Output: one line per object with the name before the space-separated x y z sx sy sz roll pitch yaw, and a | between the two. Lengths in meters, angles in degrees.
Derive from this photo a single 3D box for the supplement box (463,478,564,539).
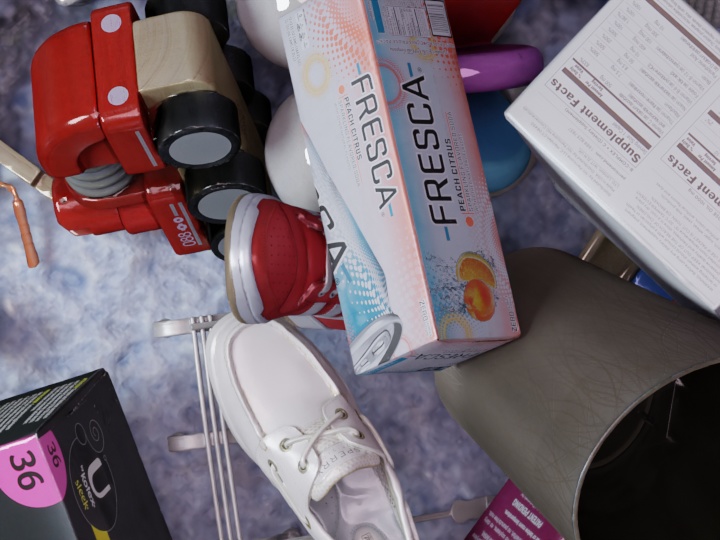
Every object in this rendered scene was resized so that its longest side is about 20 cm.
supplement box | 0.142 0.171 1.578 0.131 0.103 0.200 35 91 -20

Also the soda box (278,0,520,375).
soda box | 0.019 -0.050 1.430 0.063 0.068 0.201 0 72 -42

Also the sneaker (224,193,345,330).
sneaker | 0.000 0.000 1.482 0.112 0.200 0.072 2 86 15

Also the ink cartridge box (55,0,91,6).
ink cartridge box | -0.128 -0.277 1.606 0.199 0.045 0.177 -28 91 13

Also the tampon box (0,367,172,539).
tampon box | -0.222 0.166 1.550 0.199 0.126 0.151 -18 101 17

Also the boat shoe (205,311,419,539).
boat shoe | -0.015 0.107 1.551 0.071 0.069 0.200 -34 96 -13

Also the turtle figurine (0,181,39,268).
turtle figurine | -0.282 0.036 1.618 0.160 0.064 0.201 11 93 3

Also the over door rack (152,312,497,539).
over door rack | -0.018 0.088 1.621 0.199 0.067 0.149 -8 90 -13

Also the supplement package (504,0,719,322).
supplement package | 0.183 -0.053 1.508 0.156 0.200 0.111 44 92 15

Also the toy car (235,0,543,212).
toy car | 0.038 -0.120 1.549 0.174 0.150 0.201 -10 90 -36

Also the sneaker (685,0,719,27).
sneaker | 0.186 -0.203 1.555 0.114 0.200 0.073 -40 122 -18

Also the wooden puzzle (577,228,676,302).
wooden puzzle | 0.243 0.002 1.622 0.200 0.046 0.186 35 90 0

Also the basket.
basket | 0.133 0.072 1.434 0.180 0.200 0.137 -3 111 -30

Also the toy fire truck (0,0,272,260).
toy fire truck | -0.157 -0.080 1.573 0.199 0.176 0.129 -11 62 6
